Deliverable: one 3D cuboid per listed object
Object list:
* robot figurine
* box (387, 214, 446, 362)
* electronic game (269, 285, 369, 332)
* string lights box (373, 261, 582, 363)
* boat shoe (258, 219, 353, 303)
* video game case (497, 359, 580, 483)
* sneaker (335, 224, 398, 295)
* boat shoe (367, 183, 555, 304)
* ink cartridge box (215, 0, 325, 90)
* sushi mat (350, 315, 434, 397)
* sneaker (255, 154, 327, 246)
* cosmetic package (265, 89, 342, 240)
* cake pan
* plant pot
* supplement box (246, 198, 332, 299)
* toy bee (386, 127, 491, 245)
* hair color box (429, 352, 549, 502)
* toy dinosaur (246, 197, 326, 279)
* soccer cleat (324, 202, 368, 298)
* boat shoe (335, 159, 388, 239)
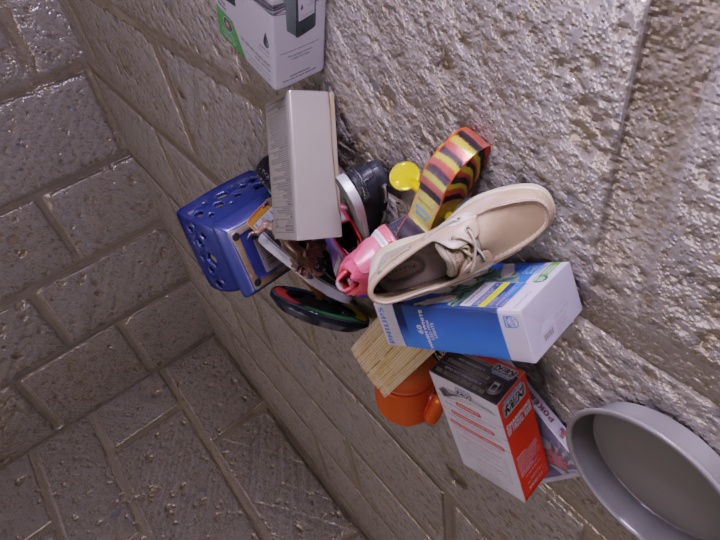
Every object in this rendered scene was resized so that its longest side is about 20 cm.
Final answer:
[{"bbox_3d":[0.079,0.181,0.929,0.201,0.115,0.145,83,-178,-47],"label":"robot figurine"},{"bbox_3d":[0.101,0.043,0.787,0.200,0.049,0.162,48,153,22],"label":"box"},{"bbox_3d":[-0.077,0.069,1.062,0.199,0.199,0.042,27,100,52],"label":"electronic game"},{"bbox_3d":[0.121,0.041,0.607,0.199,0.102,0.059,-1,116,49],"label":"string lights box"},{"bbox_3d":[-0.087,-0.018,0.976,0.199,0.057,0.069,37,-170,-3],"label":"boat shoe"},{"bbox_3d":[0.221,0.223,0.803,0.183,0.023,0.200,52,157,15],"label":"video game case"},{"bbox_3d":[0.000,0.000,0.749,0.074,0.086,0.200,56,167,9],"label":"sneaker"},{"bbox_3d":[0.096,-0.019,0.546,0.073,0.198,0.065,61,-160,-19],"label":"boat shoe"},{"bbox_3d":[-0.114,-0.353,0.674,0.146,0.084,0.201,48,156,22],"label":"ink cartridge box"},{"bbox_3d":[0.053,0.104,0.806,0.096,0.012,0.200,53,138,16],"label":"sushi mat"},{"bbox_3d":[-0.104,-0.122,1.006,0.200,0.070,0.093,46,-179,10],"label":"sneaker"},{"bbox_3d":[-0.083,-0.146,0.800,0.103,0.072,0.202,10,106,62],"label":"cosmetic package"},{"bbox_3d":[0.311,0.222,0.588,0.200,0.037,0.201,45,155,28],"label":"cake pan"},{"bbox_3d":[-0.233,-0.071,1.165,0.179,0.199,0.202,21,138,47],"label":"plant pot"},{"bbox_3d":[-0.118,-0.043,1.039,0.200,0.069,0.067,48,-172,-6],"label":"supplement box"},{"bbox_3d":[0.083,-0.053,0.620,0.131,0.108,0.201,33,148,42],"label":"toy bee"},{"bbox_3d":[0.173,0.201,0.735,0.110,0.064,0.201,21,143,47],"label":"hair color box"},{"bbox_3d":[-0.095,-0.082,0.914,0.135,0.201,0.086,28,158,-11],"label":"toy dinosaur"},{"bbox_3d":[-0.015,-0.022,0.901,0.077,0.066,0.201,52,166,53],"label":"soccer cleat"},{"bbox_3d":[0.013,-0.094,0.771,0.076,0.060,0.200,59,179,6],"label":"boat shoe"}]
